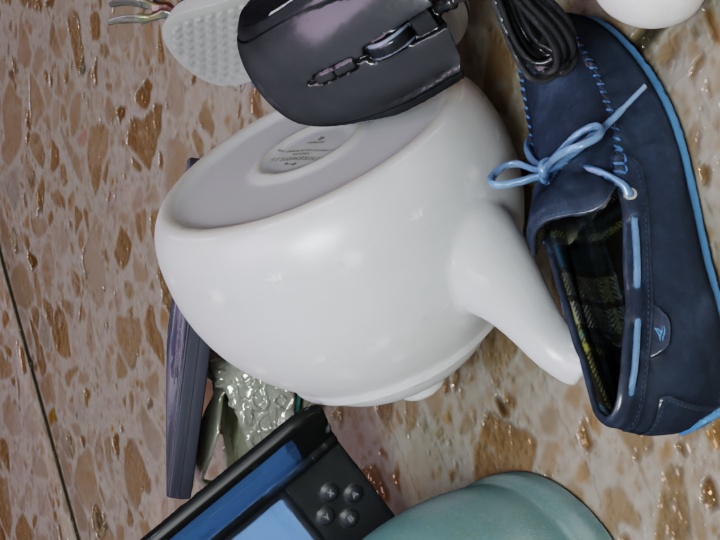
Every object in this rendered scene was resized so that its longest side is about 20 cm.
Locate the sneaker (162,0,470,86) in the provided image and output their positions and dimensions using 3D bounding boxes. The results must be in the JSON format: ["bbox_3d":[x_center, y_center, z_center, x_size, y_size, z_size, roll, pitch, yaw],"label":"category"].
[{"bbox_3d":[-0.017,-0.148,0.903,0.199,0.080,0.079,2,139,43],"label":"sneaker"}]

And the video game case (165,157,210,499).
[{"bbox_3d":[-0.110,0.032,1.125,0.200,0.019,0.144,-101,18,-64],"label":"video game case"}]

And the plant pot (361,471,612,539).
[{"bbox_3d":[0.038,0.209,0.870,0.200,0.133,0.202,17,109,58],"label":"plant pot"}]

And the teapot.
[{"bbox_3d":[0.000,0.000,0.874,0.200,0.196,0.147,-97,-17,-66],"label":"teapot"}]

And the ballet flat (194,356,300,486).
[{"bbox_3d":[-0.076,0.141,1.121,0.072,0.071,0.202,22,115,56],"label":"ballet flat"}]

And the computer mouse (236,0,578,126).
[{"bbox_3d":[-0.010,-0.124,0.783,0.199,0.046,0.141,-3,129,46],"label":"computer mouse"}]

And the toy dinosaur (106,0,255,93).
[{"bbox_3d":[-0.040,-0.144,1.032,0.199,0.105,0.183,-8,73,23],"label":"toy dinosaur"}]

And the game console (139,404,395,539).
[{"bbox_3d":[-0.067,0.177,0.908,0.176,0.200,0.116,54,174,-22],"label":"game console"}]

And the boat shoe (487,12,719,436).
[{"bbox_3d":[0.107,-0.027,0.769,0.084,0.068,0.201,-50,52,50],"label":"boat shoe"}]

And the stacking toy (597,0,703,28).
[{"bbox_3d":[0.077,-0.175,0.773,0.200,0.146,0.147,40,131,26],"label":"stacking toy"}]
